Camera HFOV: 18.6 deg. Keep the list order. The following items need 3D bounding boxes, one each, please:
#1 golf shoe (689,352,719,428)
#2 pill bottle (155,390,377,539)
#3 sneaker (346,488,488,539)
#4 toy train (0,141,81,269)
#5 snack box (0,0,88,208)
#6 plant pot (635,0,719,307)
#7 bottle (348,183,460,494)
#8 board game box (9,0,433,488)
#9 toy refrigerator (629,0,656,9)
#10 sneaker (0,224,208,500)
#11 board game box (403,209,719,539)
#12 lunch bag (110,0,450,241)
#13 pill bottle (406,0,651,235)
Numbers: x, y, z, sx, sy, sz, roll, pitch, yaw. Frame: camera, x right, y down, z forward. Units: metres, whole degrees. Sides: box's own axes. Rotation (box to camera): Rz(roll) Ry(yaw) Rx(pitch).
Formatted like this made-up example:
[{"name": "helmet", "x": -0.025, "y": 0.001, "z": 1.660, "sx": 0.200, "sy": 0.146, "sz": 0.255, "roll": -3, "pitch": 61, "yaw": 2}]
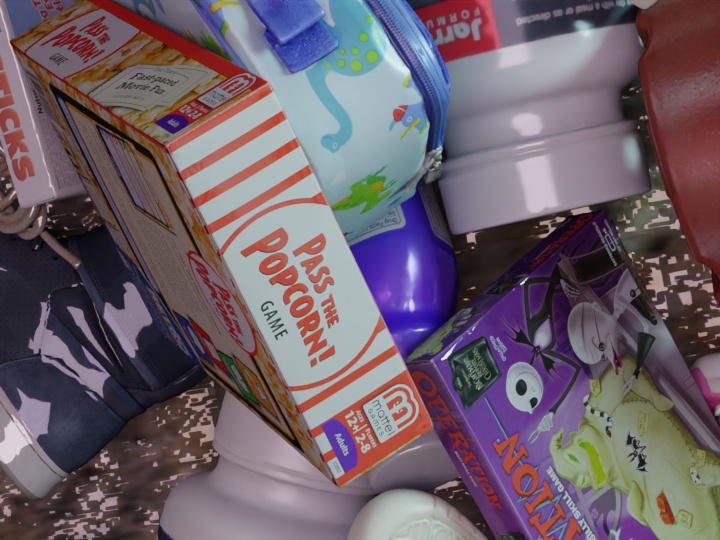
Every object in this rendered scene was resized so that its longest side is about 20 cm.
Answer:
[{"name": "golf shoe", "x": 0.241, "y": 0.036, "z": 0.961, "sx": 0.200, "sy": 0.075, "sz": 0.092, "roll": -2, "pitch": 63, "yaw": 18}, {"name": "pill bottle", "x": -0.045, "y": 0.157, "z": 0.996, "sx": 0.111, "sy": 0.111, "sz": 0.200, "roll": 16, "pitch": 96, "yaw": 10}, {"name": "sneaker", "x": 0.034, "y": 0.171, "z": 0.963, "sx": 0.077, "sy": 0.111, "sz": 0.200, "roll": -41, "pitch": 114, "yaw": -16}, {"name": "toy train", "x": -0.185, "y": -0.098, "z": 0.972, "sx": 0.085, "sy": 0.116, "sz": 0.200, "roll": -35, "pitch": 59, "yaw": -15}, {"name": "snack box", "x": -0.145, "y": -0.130, "z": 0.957, "sx": 0.024, "sy": 0.072, "sz": 0.200, "roll": -15, "pitch": 92, "yaw": 34}, {"name": "plant pot", "x": 0.227, "y": -0.071, "z": 0.895, "sx": 0.195, "sy": 0.201, "sz": 0.201, "roll": -18, "pitch": 90, "yaw": 20}, {"name": "bottle", "x": 0.000, "y": 0.000, "z": 0.962, "sx": 0.083, "sy": 0.065, "sz": 0.200, "roll": -29, "pitch": 59, "yaw": 18}, {"name": "board game box", "x": -0.060, "y": -0.018, "z": 0.859, "sx": 0.046, "sy": 0.200, "sz": 0.152, "roll": -32, "pitch": 117, "yaw": -13}, {"name": "toy refrigerator", "x": 0.154, "y": -0.207, "z": 0.898, "sx": 0.070, "sy": 0.076, "sz": 0.200, "roll": 36, "pitch": 64, "yaw": -7}, {"name": "sneaker", "x": -0.144, "y": -0.016, "z": 1.029, "sx": 0.146, "sy": 0.077, "sz": 0.202, "roll": -35, "pitch": 78, "yaw": 3}, {"name": "board game box", "x": 0.106, "y": 0.090, "z": 0.931, "sx": 0.120, "sy": 0.032, "sz": 0.200, "roll": -38, "pitch": 107, "yaw": -30}, {"name": "lunch bag", "x": -0.046, "y": -0.109, "z": 0.877, "sx": 0.082, "sy": 0.161, "sz": 0.200, "roll": -35, "pitch": 78, "yaw": -9}, {"name": "pill bottle", "x": 0.062, "y": -0.122, "z": 0.953, "sx": 0.119, "sy": 0.120, "sz": 0.200, "roll": -13, "pitch": 90, "yaw": 12}]
